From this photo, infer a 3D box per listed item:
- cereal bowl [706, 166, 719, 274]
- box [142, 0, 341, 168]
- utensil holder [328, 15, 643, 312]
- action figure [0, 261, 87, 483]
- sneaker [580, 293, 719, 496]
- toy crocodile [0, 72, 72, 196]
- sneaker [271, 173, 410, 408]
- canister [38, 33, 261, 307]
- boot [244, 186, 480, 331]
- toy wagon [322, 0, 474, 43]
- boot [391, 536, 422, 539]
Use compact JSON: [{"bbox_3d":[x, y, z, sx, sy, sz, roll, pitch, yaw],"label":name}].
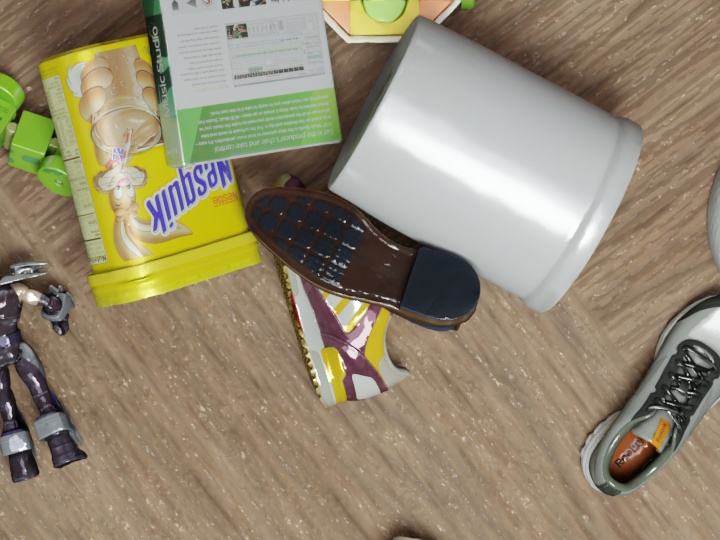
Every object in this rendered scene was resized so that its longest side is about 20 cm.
[{"bbox_3d":[0.390,-0.041,1.601,0.199,0.083,0.201,0,99,-1],"label":"cereal bowl"},{"bbox_3d":[-0.097,-0.189,1.532,0.144,0.036,0.201,-10,94,-28],"label":"box"},{"bbox_3d":[0.096,-0.087,1.543,0.199,0.170,0.171,27,97,-7],"label":"utensil holder"},{"bbox_3d":[-0.294,0.073,1.620,0.130,0.069,0.201,-17,94,9],"label":"action figure"},{"bbox_3d":[0.262,0.110,1.622,0.074,0.079,0.201,34,95,-3],"label":"sneaker"},{"bbox_3d":[-0.276,-0.107,1.599,0.199,0.062,0.068,24,58,-5],"label":"toy crocodile"},{"bbox_3d":[-0.018,0.009,1.615,0.090,0.075,0.201,-16,104,-7],"label":"sneaker"},{"bbox_3d":[-0.170,-0.086,1.562,0.148,0.086,0.201,-19,97,-43],"label":"canister"},{"bbox_3d":[0.000,0.000,1.554,0.199,0.097,0.075,25,77,9],"label":"boot"},{"bbox_3d":[0.016,-0.287,1.585,0.154,0.040,0.201,-1,98,-1],"label":"toy wagon"},{"bbox_3d":[0.026,0.293,1.610,0.199,0.070,0.147,24,65,-35],"label":"boot"}]
